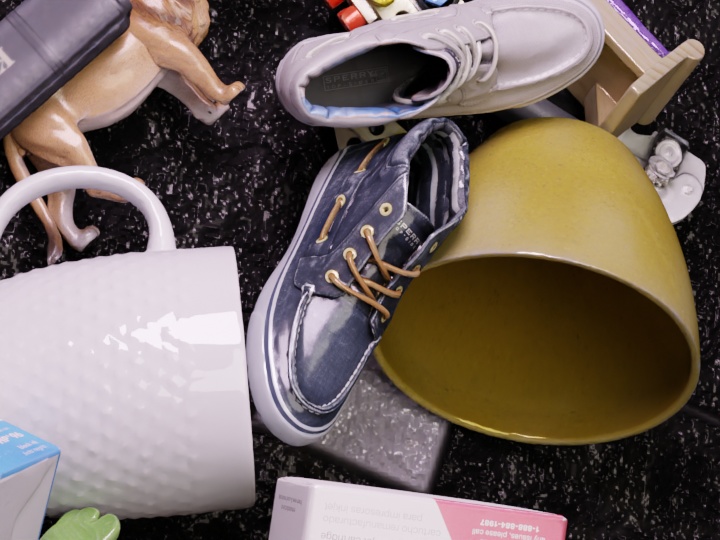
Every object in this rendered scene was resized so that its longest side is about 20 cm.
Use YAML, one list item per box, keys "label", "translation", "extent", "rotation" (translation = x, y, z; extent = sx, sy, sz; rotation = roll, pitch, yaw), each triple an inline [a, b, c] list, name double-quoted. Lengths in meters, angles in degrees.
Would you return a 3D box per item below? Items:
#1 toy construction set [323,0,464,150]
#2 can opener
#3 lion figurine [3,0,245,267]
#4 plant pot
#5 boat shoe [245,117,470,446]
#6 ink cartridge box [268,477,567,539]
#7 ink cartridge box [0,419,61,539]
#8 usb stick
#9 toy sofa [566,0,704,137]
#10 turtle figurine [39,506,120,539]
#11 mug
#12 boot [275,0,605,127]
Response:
- label: "toy construction set"
  translation: [-0.008, -0.157, 1.543]
  extent: [0.131, 0.092, 0.200]
  rotation: [-37, 102, -3]
- label: "can opener"
  translation: [0.133, -0.092, 1.617]
  extent: [0.199, 0.066, 0.053]
  rotation: [33, 67, -7]
- label: "lion figurine"
  translation: [-0.151, -0.109, 1.487]
  extent: [0.122, 0.072, 0.200]
  rotation: [45, 72, -2]
- label: "plant pot"
  translation: [0.114, -0.007, 1.535]
  extent: [0.199, 0.200, 0.143]
  rotation: [25, 53, -18]
- label: "boat shoe"
  translation: [0.000, 0.000, 1.416]
  extent: [0.071, 0.091, 0.201]
  rotation: [35, 53, -27]
- label: "ink cartridge box"
  translation: [0.020, 0.218, 1.325]
  extent: [0.145, 0.083, 0.202]
  rotation: [8, 86, -14]
- label: "ink cartridge box"
  translation: [-0.269, 0.113, 1.348]
  extent: [0.199, 0.068, 0.117]
  rotation: [24, 108, 19]
- label: "usb stick"
  translation: [-0.216, -0.100, 1.445]
  extent: [0.200, 0.033, 0.055]
  rotation: [-42, 77, -5]
- label: "toy sofa"
  translation: [0.124, -0.180, 1.576]
  extent: [0.097, 0.083, 0.200]
  rotation: [-36, 79, -32]
- label: "turtle figurine"
  translation: [-0.098, 0.216, 1.410]
  extent: [0.198, 0.195, 0.145]
  rotation: [-9, 44, 4]
- label: "mug"
  translation: [-0.154, 0.041, 1.417]
  extent: [0.174, 0.148, 0.202]
  rotation: [-5, 83, -5]
- label: "boot"
  translation: [0.052, -0.116, 1.459]
  extent: [0.198, 0.096, 0.074]
  rotation: [-14, 102, -4]
